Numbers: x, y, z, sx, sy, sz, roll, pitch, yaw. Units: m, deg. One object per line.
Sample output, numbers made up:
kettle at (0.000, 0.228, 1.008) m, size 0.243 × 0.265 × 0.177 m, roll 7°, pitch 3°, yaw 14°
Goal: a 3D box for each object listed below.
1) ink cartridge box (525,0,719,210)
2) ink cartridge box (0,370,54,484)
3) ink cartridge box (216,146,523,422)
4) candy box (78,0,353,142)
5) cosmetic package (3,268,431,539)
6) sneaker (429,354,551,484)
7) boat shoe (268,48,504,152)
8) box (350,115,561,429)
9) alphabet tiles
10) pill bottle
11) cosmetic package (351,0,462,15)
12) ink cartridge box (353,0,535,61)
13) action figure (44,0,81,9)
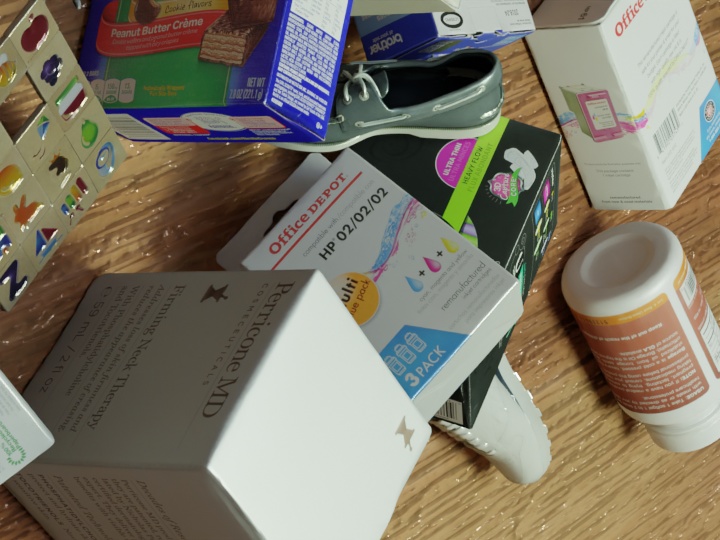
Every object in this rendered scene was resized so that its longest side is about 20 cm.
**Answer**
ink cartridge box at (0.237, -0.175, 2.038) m, size 0.145 × 0.085 × 0.200 m, roll -53°, pitch 131°, yaw -38°
ink cartridge box at (-0.308, 0.090, 1.333) m, size 0.200 × 0.041 × 0.200 m, roll -38°, pitch 127°, yaw -9°
ink cartridge box at (0.000, 0.000, 1.597) m, size 0.115 × 0.200 × 0.068 m, roll -48°, pitch 160°, yaw -11°
candy box at (-0.090, -0.190, 1.538) m, size 0.077 × 0.169 × 0.200 m, roll 30°, pitch 67°, yaw -53°
cosmetic package at (-0.097, 0.113, 1.507) m, size 0.166 × 0.200 × 0.168 m, roll 56°, pitch 49°, yaw -34°
sneaker at (0.086, 0.107, 1.869) m, size 0.081 × 0.076 × 0.200 m, roll -47°, pitch 123°, yaw -27°
boat shoe at (0.007, -0.132, 1.672) m, size 0.062 × 0.199 × 0.073 m, roll 102°, pitch -16°, yaw -55°
box at (0.050, -0.012, 1.716) m, size 0.124 × 0.148 × 0.200 m, roll 85°, pitch 26°, yaw -58°
alphabet tiles at (-0.226, -0.043, 1.404) m, size 0.200 × 0.008 × 0.167 m, roll -55°, pitch 151°, yaw -20°
pill bottle at (0.262, 0.063, 2.055) m, size 0.112 × 0.112 × 0.200 m, roll -57°, pitch 133°, yaw -35°
cosmetic package at (-0.021, -0.234, 1.602) m, size 0.073 × 0.200 × 0.104 m, roll 28°, pitch 68°, yaw -50°
ink cartridge box at (0.052, -0.230, 1.758) m, size 0.136 × 0.076 × 0.200 m, roll -11°, pitch 81°, yaw -52°
action figure at (-0.238, -0.236, 1.392) m, size 0.200 × 0.119 × 0.102 m, roll 35°, pitch 68°, yaw -41°
